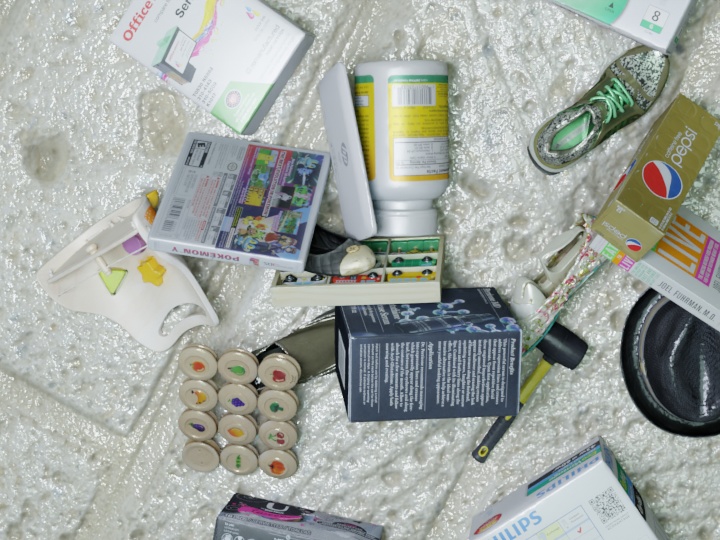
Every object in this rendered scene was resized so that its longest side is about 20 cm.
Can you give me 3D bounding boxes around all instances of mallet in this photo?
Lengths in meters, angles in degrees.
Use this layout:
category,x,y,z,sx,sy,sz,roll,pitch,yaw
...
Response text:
category,x,y,z,sx,sy,sz,roll,pitch,yaw
mallet,0.191,0.146,1.613,0.066,0.041,0.200,41,103,0

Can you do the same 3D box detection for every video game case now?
category,x,y,z,sx,sy,sz,roll,pitch,yaw
video game case,-0.138,-0.083,1.553,0.180,0.201,0.023,9,133,3

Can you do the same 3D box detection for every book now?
category,x,y,z,sx,sy,sz,roll,pitch,yaw
book,0.366,-0.015,1.522,0.199,0.134,0.048,33,131,1

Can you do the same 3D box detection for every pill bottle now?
category,x,y,z,sx,sy,sz,roll,pitch,yaw
pill bottle,0.049,-0.143,1.557,0.112,0.113,0.202,-1,96,7

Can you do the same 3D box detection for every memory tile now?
category,x,y,z,sx,sy,sz,roll,pitch,yaw
memory tile,-0.150,0.176,1.619,0.152,0.017,0.201,7,126,6

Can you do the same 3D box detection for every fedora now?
category,x,y,z,sx,sy,sz,roll,pitch,yaw
fedora,0.398,0.104,1.552,0.199,0.092,0.203,1,97,6

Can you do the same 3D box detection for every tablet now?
category,x,y,z,sx,sy,sz,roll,pitch,yaw
tablet,-0.017,-0.134,1.551,0.014,0.130,0.202,-11,89,-13

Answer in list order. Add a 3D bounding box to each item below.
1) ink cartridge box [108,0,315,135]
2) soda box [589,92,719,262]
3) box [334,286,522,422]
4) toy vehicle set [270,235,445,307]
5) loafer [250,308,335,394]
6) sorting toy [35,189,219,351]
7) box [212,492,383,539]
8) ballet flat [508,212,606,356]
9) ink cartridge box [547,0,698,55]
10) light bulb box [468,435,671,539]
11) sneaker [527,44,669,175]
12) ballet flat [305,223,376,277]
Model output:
category,x,y,z,sx,sy,sz,roll,pitch,yaw
ink cartridge box,-0.178,-0.277,1.583,0.199,0.084,0.145,35,99,2
soda box,0.337,-0.108,1.492,0.068,0.064,0.200,35,55,2
box,0.075,0.095,1.533,0.198,0.149,0.108,-2,109,-8
toy vehicle set,0.000,0.000,1.573,0.198,0.125,0.027,-2,117,7
loafer,-0.070,0.107,1.620,0.199,0.070,0.076,-28,93,9
sorting toy,-0.262,0.015,1.618,0.199,0.107,0.181,-24,109,37
box,-0.082,0.367,1.630,0.198,0.115,0.133,11,96,4
ballet flat,0.223,0.011,1.570,0.064,0.076,0.200,38,91,-29
ink cartridge box,0.325,-0.371,1.513,0.160,0.050,0.201,28,102,18
light bulb box,0.262,0.342,1.579,0.197,0.125,0.201,-34,91,10
sneaker,0.283,-0.185,1.535,0.200,0.089,0.077,-43,91,7
ballet flat,-0.060,-0.039,1.564,0.199,0.066,0.057,23,128,40
